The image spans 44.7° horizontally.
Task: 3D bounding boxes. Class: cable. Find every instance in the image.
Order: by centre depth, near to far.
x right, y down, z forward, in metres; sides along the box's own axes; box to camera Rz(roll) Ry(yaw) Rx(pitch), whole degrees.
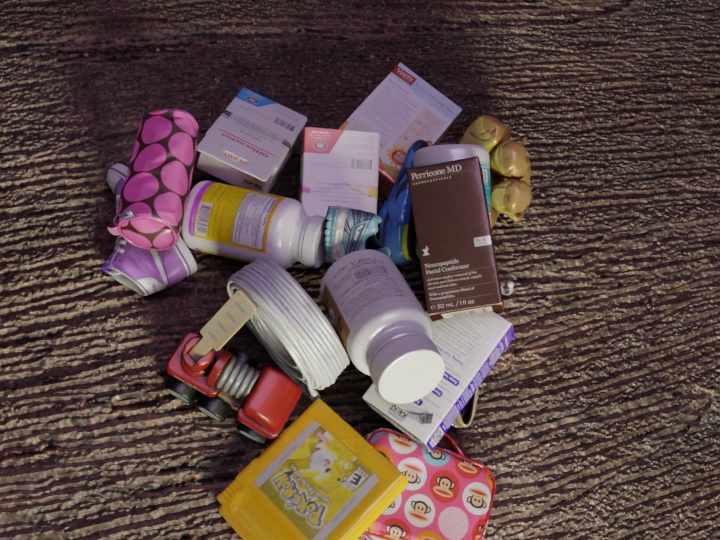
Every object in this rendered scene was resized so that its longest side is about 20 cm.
[{"bbox_3d":[-0.097,0.073,1.181,0.069,0.200,0.200,-39,81,-17],"label":"cable"}]

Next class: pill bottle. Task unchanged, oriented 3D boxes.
[{"bbox_3d":[0.029,0.073,1.138,0.114,0.114,0.200,-10,40,-18],"label":"pill bottle"},{"bbox_3d":[-0.147,-0.061,1.252,0.200,0.104,0.104,14,62,14],"label":"pill bottle"},{"bbox_3d":[0.133,-0.077,1.262,0.111,0.111,0.200,-1,90,-15],"label":"pill bottle"}]

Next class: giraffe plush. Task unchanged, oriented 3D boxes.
[{"bbox_3d":[0.204,-0.140,1.381,0.162,0.200,0.173,0,83,-50],"label":"giraffe plush"}]

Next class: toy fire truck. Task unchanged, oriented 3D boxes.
[{"bbox_3d":[-0.156,0.123,1.136,0.176,0.200,0.129,30,69,1],"label":"toy fire truck"}]

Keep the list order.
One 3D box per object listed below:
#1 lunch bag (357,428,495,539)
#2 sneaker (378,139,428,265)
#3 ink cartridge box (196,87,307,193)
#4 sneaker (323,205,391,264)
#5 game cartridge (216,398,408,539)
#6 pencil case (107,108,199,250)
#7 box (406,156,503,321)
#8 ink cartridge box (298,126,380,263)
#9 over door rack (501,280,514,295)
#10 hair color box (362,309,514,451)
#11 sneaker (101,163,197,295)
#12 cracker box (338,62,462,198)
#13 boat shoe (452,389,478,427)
[{"bbox_3d":[0.079,0.300,1.190,0.200,0.082,0.176,23,62,-3],"label":"lunch bag"},{"bbox_3d":[0.060,-0.105,1.322,0.078,0.066,0.200,-1,71,33],"label":"sneaker"},{"bbox_3d":[-0.168,-0.183,1.315,0.116,0.068,0.200,25,39,-2],"label":"ink cartridge box"},{"bbox_3d":[0.000,0.000,1.243,0.086,0.200,0.078,2,41,11],"label":"sneaker"},{"bbox_3d":[-0.067,0.288,1.132,0.200,0.032,0.176,-43,56,-17],"label":"game cartridge"},{"bbox_3d":[-0.284,-0.130,1.214,0.094,0.091,0.200,-2,56,12],"label":"pencil case"},{"bbox_3d":[0.126,-0.041,1.157,0.100,0.075,0.200,-10,78,9],"label":"box"},{"bbox_3d":[-0.035,-0.110,1.330,0.116,0.067,0.200,3,89,-8],"label":"ink cartridge box"},{"bbox_3d":[0.125,0.006,1.345,0.200,0.067,0.148,42,62,6],"label":"over door rack"},{"bbox_3d":[0.108,0.130,1.188,0.109,0.065,0.200,34,78,23],"label":"hair color box"},{"bbox_3d":[-0.334,-0.056,1.253,0.114,0.073,0.201,-31,77,-21],"label":"sneaker"},{"bbox_3d":[0.057,-0.231,1.439,0.134,0.058,0.200,38,64,3],"label":"cracker box"},{"bbox_3d":[0.149,0.125,1.254,0.072,0.076,0.200,-3,90,-13],"label":"boat shoe"}]
